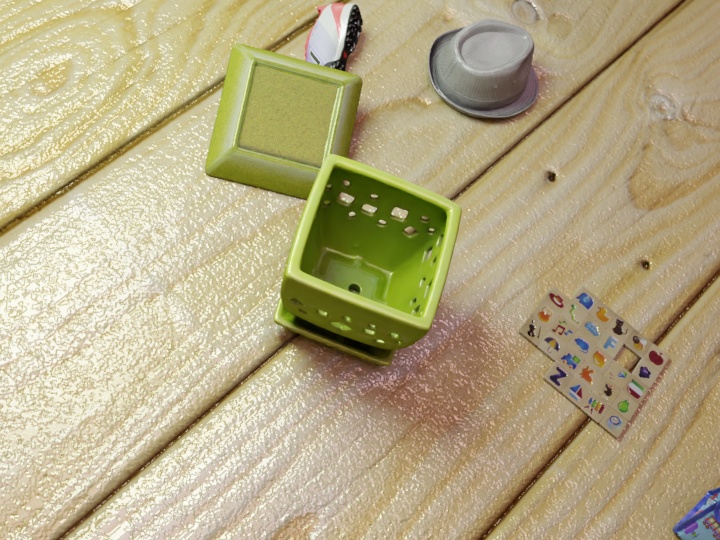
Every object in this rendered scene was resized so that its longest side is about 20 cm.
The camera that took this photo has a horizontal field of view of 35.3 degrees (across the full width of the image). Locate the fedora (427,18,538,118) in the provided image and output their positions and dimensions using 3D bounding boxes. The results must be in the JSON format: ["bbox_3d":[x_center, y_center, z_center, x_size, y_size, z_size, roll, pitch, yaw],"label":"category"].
[{"bbox_3d":[0.204,-0.332,1.774,0.198,0.090,0.178,-12,68,-22],"label":"fedora"}]

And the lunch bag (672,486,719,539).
[{"bbox_3d":[0.526,0.341,1.459,0.094,0.200,0.151,-34,76,-29],"label":"lunch bag"}]

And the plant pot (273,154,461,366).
[{"bbox_3d":[0.000,0.000,1.490,0.198,0.182,0.200,21,59,-5],"label":"plant pot"}]

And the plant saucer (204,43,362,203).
[{"bbox_3d":[-0.104,-0.214,1.610,0.198,0.048,0.202,13,80,-10],"label":"plant saucer"}]

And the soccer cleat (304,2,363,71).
[{"bbox_3d":[-0.057,-0.320,1.715,0.073,0.068,0.202,8,66,21],"label":"soccer cleat"}]

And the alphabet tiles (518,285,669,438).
[{"bbox_3d":[0.330,0.118,1.629,0.200,0.008,0.167,39,60,6],"label":"alphabet tiles"}]
